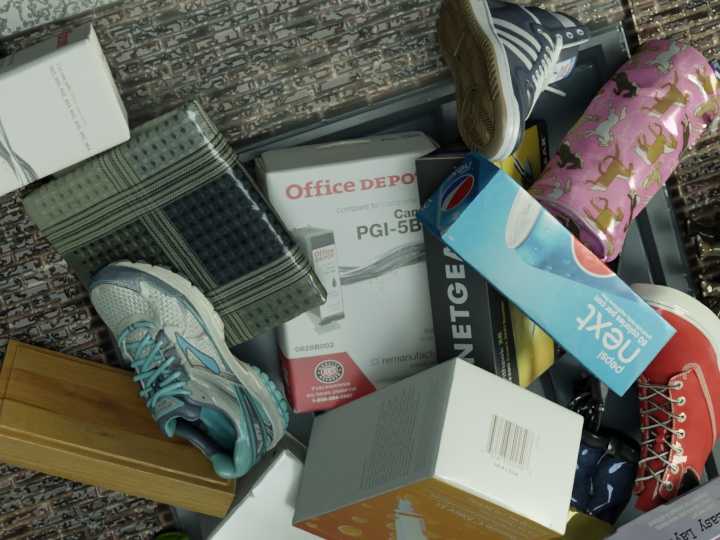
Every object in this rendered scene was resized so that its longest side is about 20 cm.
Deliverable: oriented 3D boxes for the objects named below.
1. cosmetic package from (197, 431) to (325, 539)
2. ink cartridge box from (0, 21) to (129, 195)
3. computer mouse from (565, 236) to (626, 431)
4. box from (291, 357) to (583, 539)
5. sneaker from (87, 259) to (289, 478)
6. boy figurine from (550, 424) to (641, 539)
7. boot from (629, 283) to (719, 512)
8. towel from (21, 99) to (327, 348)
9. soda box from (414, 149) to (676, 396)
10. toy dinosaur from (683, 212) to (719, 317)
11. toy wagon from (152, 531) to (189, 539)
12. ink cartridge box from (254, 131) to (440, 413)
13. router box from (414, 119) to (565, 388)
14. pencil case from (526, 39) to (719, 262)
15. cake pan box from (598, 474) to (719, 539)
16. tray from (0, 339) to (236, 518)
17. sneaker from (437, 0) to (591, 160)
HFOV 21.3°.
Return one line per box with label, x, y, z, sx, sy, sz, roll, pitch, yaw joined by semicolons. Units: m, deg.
cosmetic package;-0.026;0.234;1.579;0.200;0.085;0.108;42;94;-14
ink cartridge box;-0.279;-0.106;1.438;0.200;0.146;0.084;-23;104;-2
computer mouse;0.183;0.030;1.543;0.046;0.140;0.201;8;101;4
box;0.056;0.154;1.461;0.124;0.200;0.098;25;62;-24
sneaker;-0.138;0.077;1.475;0.200;0.086;0.078;46;129;-12
boy figurine;0.178;0.229;1.620;0.124;0.064;0.200;19;99;-12
boot;0.243;0.112;1.533;0.200;0.072;0.145;53;54;-47
towel;-0.145;-0.022;1.489;0.200;0.035;0.193;-23;111;34
soda box;0.137;0.002;1.409;0.200;0.064;0.068;40;92;-24
toy dinosaur;0.327;-0.007;1.585;0.102;0.077;0.201;-11;100;1
toy wagon;-0.204;0.304;1.592;0.199;0.040;0.156;-9;103;-6
ink cartridge box;0.000;0.000;1.534;0.146;0.083;0.201;-9;104;-6
router box;0.106;-0.008;1.510;0.052;0.157;0.201;0;105;26
pencil case;0.209;-0.092;1.509;0.200;0.086;0.083;-50;140;-24
cake pan box;0.231;0.257;1.564;0.200;0.184;0.052;-25;63;-18
tray;-0.194;0.125;1.523;0.199;0.099;0.037;16;134;-12
sneaker;0.128;-0.148;1.472;0.108;0.200;0.070;12;126;-18
